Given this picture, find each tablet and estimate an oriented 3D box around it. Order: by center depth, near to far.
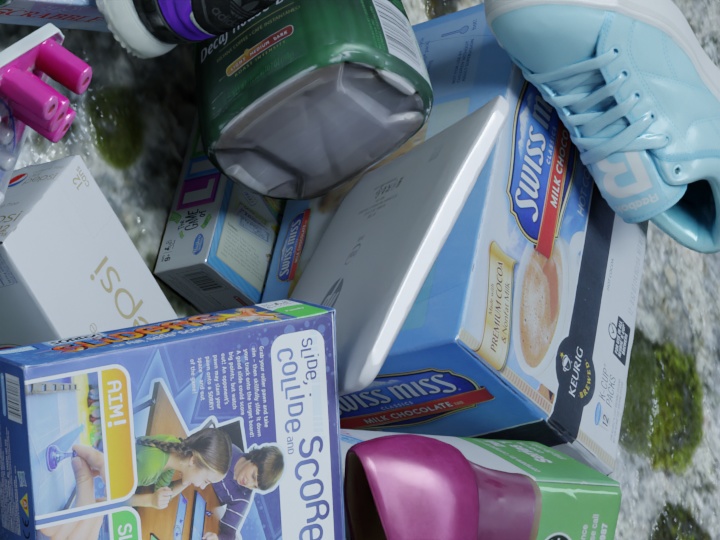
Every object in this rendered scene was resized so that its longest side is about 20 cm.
[{"bbox_3d":[0.000,0.000,1.002,0.014,0.200,0.131,30,75,-10],"label":"tablet"}]

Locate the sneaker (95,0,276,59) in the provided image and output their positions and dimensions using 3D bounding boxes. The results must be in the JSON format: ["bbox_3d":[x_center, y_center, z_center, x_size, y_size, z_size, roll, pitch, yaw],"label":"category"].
[{"bbox_3d":[-0.053,-0.192,1.038,0.069,0.099,0.202,27,60,-51],"label":"sneaker"}]

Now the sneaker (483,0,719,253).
[{"bbox_3d":[0.126,-0.070,1.103,0.200,0.074,0.083,30,51,-42],"label":"sneaker"}]

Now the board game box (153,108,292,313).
[{"bbox_3d":[-0.016,-0.009,1.212,0.200,0.034,0.135,41,50,-40],"label":"board game box"}]

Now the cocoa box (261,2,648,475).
[{"bbox_3d":[0.047,-0.008,1.153,0.131,0.133,0.201,41,49,-38],"label":"cocoa box"}]

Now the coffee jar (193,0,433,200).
[{"bbox_3d":[-0.035,-0.139,1.121,0.085,0.104,0.201,30,37,-44],"label":"coffee jar"}]

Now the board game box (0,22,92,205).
[{"bbox_3d":[-0.184,0.027,0.856,0.026,0.201,0.200,35,39,10],"label":"board game box"}]

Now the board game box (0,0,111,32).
[{"bbox_3d":[-0.157,-0.206,1.021,0.199,0.041,0.202,-4,83,-54],"label":"board game box"}]

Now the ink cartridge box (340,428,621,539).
[{"bbox_3d":[-0.003,0.145,1.017,0.199,0.084,0.146,6,99,-27],"label":"ink cartridge box"}]

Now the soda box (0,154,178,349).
[{"bbox_3d":[-0.110,0.053,1.040,0.201,0.063,0.068,61,40,-24],"label":"soda box"}]

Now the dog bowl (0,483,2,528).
[{"bbox_3d":[-0.169,0.175,0.892,0.200,0.073,0.202,-6,97,-60],"label":"dog bowl"}]

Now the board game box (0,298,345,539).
[{"bbox_3d":[-0.067,0.120,0.901,0.135,0.034,0.202,-9,102,-33],"label":"board game box"}]

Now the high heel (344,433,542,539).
[{"bbox_3d":[0.009,0.166,0.940,0.096,0.067,0.202,16,80,-39],"label":"high heel"}]

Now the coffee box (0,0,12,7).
[{"bbox_3d":[-0.169,-0.211,0.932,0.201,0.044,0.123,61,40,-21],"label":"coffee box"}]
